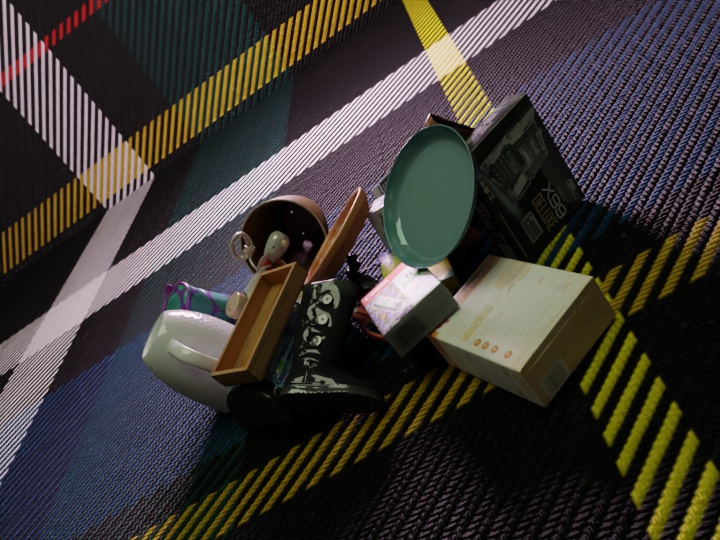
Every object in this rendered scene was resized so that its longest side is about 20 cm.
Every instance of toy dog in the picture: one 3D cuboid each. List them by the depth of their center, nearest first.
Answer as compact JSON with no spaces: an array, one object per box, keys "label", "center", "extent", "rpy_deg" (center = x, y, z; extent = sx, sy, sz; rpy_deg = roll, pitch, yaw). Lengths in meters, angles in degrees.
[{"label":"toy dog","center":[-0.179,0.025,1.382],"extent":[0.095,0.130,0.205],"rpy_deg":[5,91,52]}]

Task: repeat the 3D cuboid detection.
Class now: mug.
[{"label":"mug","center":[-0.279,0.150,1.261],"extent":[0.150,0.173,0.199],"rpy_deg":[-66,20,-8]}]

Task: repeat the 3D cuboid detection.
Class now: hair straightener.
[{"label":"hair straightener","center":[0.000,0.000,1.322],"extent":[0.040,0.079,0.200],"rpy_deg":[-10,20,-8]}]

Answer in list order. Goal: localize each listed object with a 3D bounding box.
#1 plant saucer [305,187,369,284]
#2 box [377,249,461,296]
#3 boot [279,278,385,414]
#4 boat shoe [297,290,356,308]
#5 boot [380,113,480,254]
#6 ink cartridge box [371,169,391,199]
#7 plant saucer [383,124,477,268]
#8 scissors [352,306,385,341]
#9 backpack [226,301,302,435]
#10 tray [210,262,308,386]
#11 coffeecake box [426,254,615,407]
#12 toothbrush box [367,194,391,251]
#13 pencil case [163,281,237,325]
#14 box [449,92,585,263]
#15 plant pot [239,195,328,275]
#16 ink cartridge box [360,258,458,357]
[{"label":"plant saucer","center":[-0.038,-0.052,1.294],"extent":[0.202,0.037,0.201],"rpy_deg":[-58,9,14]},{"label":"box","center":[0.096,0.014,1.188],"extent":[0.116,0.049,0.201],"rpy_deg":[-26,30,6]},{"label":"boot","center":[-0.028,0.110,1.104],"extent":[0.161,0.066,0.203],"rpy_deg":[2,53,15]},{"label":"boat shoe","center":[-0.077,0.057,1.324],"extent":[0.198,0.074,0.070],"rpy_deg":[-11,42,44]},{"label":"boot","center":[0.148,-0.135,1.145],"extent":[0.069,0.185,0.202],"rpy_deg":[-98,31,-57]},{"label":"ink cartridge box","center":[0.099,-0.199,1.431],"extent":[0.098,0.040,0.200],"rpy_deg":[-29,-6,-24]},{"label":"plant saucer","center":[0.101,-0.103,1.030],"extent":[0.199,0.027,0.205],"rpy_deg":[-17,70,54]},{"label":"scissors","center":[-0.016,0.071,1.200],"extent":[0.196,0.014,0.074],"rpy_deg":[14,46,23]},{"label":"backpack","center":[-0.126,0.150,1.192],"extent":[0.162,0.156,0.200],"rpy_deg":[-16,20,49]},{"label":"tray","center":[-0.158,0.085,1.154],"extent":[0.098,0.037,0.203],"rpy_deg":[-16,43,44]},{"label":"coffeecake box","center":[0.202,0.070,0.950],"extent":[0.154,0.073,0.199],"rpy_deg":[-48,28,-14]},{"label":"toothbrush box","center":[0.120,-0.131,1.319],"extent":[0.198,0.087,0.146],"rpy_deg":[-32,10,15]},{"label":"pencil case","center":[-0.283,0.080,1.416],"extent":[0.085,0.198,0.093],"rpy_deg":[-49,51,21]},{"label":"box","center":[0.234,-0.134,1.087],"extent":[0.158,0.201,0.050],"rpy_deg":[-45,24,-17]},{"label":"plant pot","center":[-0.141,-0.085,1.540],"extent":[0.184,0.188,0.201],"rpy_deg":[-29,14,17]},{"label":"ink cartridge box","center":[0.059,0.037,1.065],"extent":[0.109,0.050,0.200],"rpy_deg":[-42,23,2]}]
